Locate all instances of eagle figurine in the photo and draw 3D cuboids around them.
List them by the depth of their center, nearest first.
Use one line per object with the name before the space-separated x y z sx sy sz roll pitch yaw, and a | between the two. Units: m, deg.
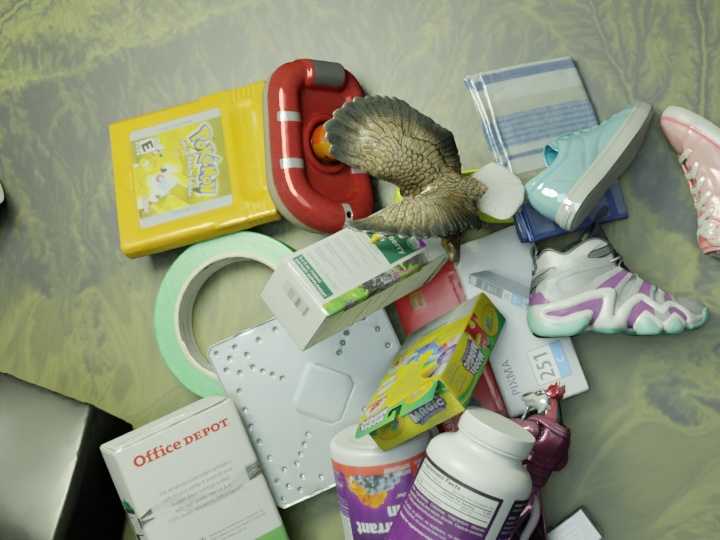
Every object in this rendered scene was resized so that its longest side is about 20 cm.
eagle figurine | 0.060 -0.077 1.389 0.152 0.200 0.151 23 82 31

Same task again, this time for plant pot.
plant pot | -0.368 0.225 1.552 0.199 0.200 0.178 17 79 13

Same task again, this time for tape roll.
tape roll | -0.138 0.055 1.582 0.200 0.048 0.201 -1 85 12

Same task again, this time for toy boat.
toy boat | -0.027 -0.142 1.517 0.131 0.130 0.200 -10 82 50

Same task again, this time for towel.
towel | 0.205 -0.135 1.503 0.147 0.024 0.200 -15 82 -25

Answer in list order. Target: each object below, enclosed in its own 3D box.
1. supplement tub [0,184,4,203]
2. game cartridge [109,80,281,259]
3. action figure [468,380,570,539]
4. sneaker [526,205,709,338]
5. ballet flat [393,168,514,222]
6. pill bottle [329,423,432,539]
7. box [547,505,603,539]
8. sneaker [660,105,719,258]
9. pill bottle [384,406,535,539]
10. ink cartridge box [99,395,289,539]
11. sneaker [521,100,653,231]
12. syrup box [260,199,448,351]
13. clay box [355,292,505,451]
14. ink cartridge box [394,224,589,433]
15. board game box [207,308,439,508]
supplement tub | -0.542 -0.070 1.632 0.200 0.144 0.145 -36 79 7
game cartridge | -0.190 -0.119 1.593 0.200 0.032 0.177 -15 66 11
action figure | 0.170 0.208 1.432 0.149 0.134 0.200 37 104 56
sneaker | 0.276 0.000 1.460 0.200 0.078 0.140 -1 87 -11
ballet flat | 0.132 -0.088 1.520 0.200 0.067 0.067 -7 60 13
pill bottle | 0.036 0.269 1.478 0.111 0.111 0.200 -7 102 12
box | 0.175 0.333 1.494 0.200 0.039 0.041 -39 80 7
sneaker | 0.378 -0.081 1.466 0.200 0.075 0.105 43 90 8
pill bottle | 0.098 0.241 1.365 0.112 0.112 0.200 26 98 13
ink cartridge box | -0.179 0.254 1.502 0.146 0.084 0.200 -23 98 -22
sneaker | 0.243 -0.130 1.466 0.082 0.074 0.200 32 54 16
syrup box | 0.000 0.000 1.456 0.200 0.081 0.079 -28 73 -36
clay box | 0.074 0.111 1.426 0.115 0.200 0.048 -32 105 34
ink cartridge box | 0.138 0.069 1.523 0.176 0.045 0.200 -21 81 9
board game box | -0.041 0.136 1.528 0.200 0.026 0.200 -24 95 0
